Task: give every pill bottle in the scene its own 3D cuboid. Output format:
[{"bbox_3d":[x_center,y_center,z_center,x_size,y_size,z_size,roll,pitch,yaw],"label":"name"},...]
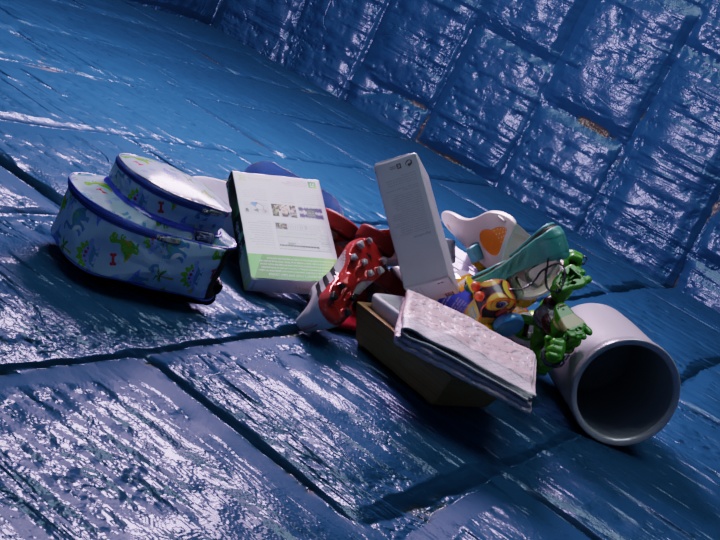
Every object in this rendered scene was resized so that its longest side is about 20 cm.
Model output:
[{"bbox_3d":[0.174,0.069,1.774,0.200,0.112,0.112,36,17,31],"label":"pill bottle"}]

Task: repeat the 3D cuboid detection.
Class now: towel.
[{"bbox_3d":[0.139,0.099,1.446,0.200,0.032,0.191,28,15,-1],"label":"towel"}]

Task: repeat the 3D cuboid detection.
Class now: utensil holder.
[{"bbox_3d":[0.385,0.154,1.732,0.170,0.170,0.200,23,13,-11],"label":"utensil holder"}]

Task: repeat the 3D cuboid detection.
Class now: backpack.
[{"bbox_3d":[-0.274,-0.061,1.390,0.200,0.147,0.183,11,18,-38],"label":"backpack"}]

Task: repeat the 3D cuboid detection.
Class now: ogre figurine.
[{"bbox_3d":[0.287,0.073,1.638,0.098,0.120,0.200,5,54,-13],"label":"ogre figurine"}]

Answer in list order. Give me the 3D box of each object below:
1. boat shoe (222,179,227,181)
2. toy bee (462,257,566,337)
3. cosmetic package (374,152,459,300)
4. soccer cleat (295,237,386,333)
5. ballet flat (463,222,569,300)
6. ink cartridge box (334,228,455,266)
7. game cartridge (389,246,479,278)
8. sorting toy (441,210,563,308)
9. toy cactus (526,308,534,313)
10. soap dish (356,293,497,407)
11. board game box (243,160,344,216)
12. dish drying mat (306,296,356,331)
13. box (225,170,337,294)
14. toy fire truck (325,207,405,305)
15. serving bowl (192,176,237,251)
[{"bbox_3d":[-0.160,-0.096,1.877,0.199,0.075,0.068,18,-19,10],"label":"boat shoe"},{"bbox_3d":[0.186,0.046,1.610,0.108,0.200,0.131,12,25,-35],"label":"toy bee"},{"bbox_3d":[0.083,-0.061,1.641,0.102,0.074,0.201,47,29,-68],"label":"cosmetic package"},{"bbox_3d":[-0.028,0.019,1.554,0.069,0.085,0.200,52,35,-16],"label":"soccer cleat"},{"bbox_3d":[0.234,0.005,1.656,0.067,0.200,0.071,-15,73,-47],"label":"ballet flat"},{"bbox_3d":[0.030,-0.035,1.846,0.200,0.044,0.173,-2,-5,41],"label":"ink cartridge box"},{"bbox_3d":[0.157,0.025,1.912,0.200,0.130,0.038,36,-25,33],"label":"game cartridge"},{"bbox_3d":[0.219,-0.036,1.846,0.180,0.107,0.200,37,3,43],"label":"sorting toy"},{"bbox_3d":[0.310,0.108,1.946,0.165,0.102,0.200,39,8,12],"label":"toy cactus"},{"bbox_3d":[0.100,0.114,1.550,0.157,0.081,0.200,9,22,-48],"label":"soap dish"},{"bbox_3d":[-0.109,-0.128,1.910,0.200,0.158,0.039,28,57,1],"label":"board game box"},{"bbox_3d":[0.013,0.077,1.658,0.200,0.018,0.077,15,17,-40],"label":"dish drying mat"},{"bbox_3d":[-0.114,-0.055,1.632,0.144,0.036,0.200,4,51,-25],"label":"box"},{"bbox_3d":[0.000,0.000,1.725,0.200,0.112,0.168,25,-8,38],"label":"toy fire truck"},{"bbox_3d":[-0.190,-0.074,1.741,0.200,0.066,0.200,24,14,-6],"label":"serving bowl"}]
